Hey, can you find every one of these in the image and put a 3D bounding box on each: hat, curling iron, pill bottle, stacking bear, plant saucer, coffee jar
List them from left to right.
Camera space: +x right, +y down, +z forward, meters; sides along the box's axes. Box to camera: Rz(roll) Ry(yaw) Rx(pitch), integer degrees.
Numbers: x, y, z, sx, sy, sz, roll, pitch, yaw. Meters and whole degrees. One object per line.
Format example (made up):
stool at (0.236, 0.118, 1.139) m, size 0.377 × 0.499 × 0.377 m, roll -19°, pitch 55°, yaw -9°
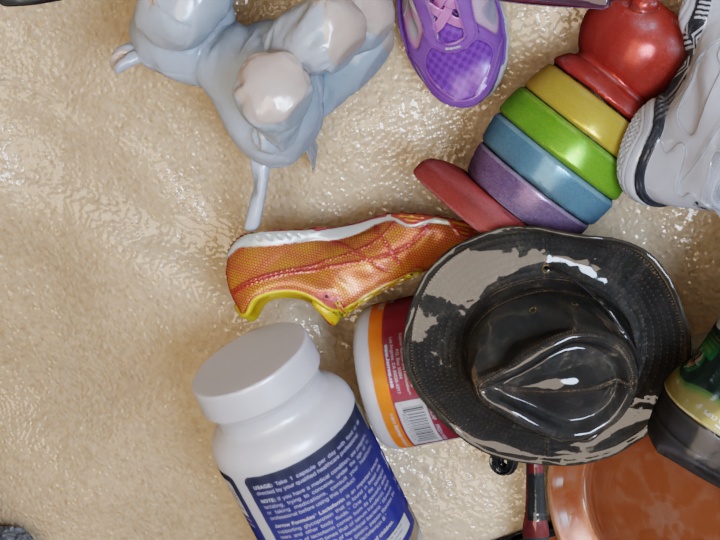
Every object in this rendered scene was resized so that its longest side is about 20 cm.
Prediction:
pill bottle at (-0.041, 0.146, 1.157) m, size 0.115 × 0.116 × 0.201 m, roll -18°, pitch 114°, yaw 17°
pill bottle at (0.104, 0.062, 1.156) m, size 0.199 × 0.113 × 0.114 m, roll -12°, pitch 105°, yaw 14°
curling iron at (0.130, 0.203, 1.223) m, size 0.049 × 0.026 × 0.201 m, roll 1°, pitch 110°, yaw 35°
hat at (0.126, 0.068, 1.047) m, size 0.199 × 0.081 × 0.202 m, roll 2°, pitch 115°, yaw 5°
stacking bear at (0.153, -0.105, 1.095) m, size 0.121 × 0.114 × 0.200 m, roll 28°, pitch 103°, yaw -41°
plant saucer at (0.223, 0.188, 1.147) m, size 0.200 × 0.032 × 0.201 m, roll 24°, pitch 125°, yaw 40°
coffee jar at (0.275, 0.053, 1.013) m, size 0.104 × 0.085 × 0.201 m, roll 28°, pitch 104°, yaw -4°

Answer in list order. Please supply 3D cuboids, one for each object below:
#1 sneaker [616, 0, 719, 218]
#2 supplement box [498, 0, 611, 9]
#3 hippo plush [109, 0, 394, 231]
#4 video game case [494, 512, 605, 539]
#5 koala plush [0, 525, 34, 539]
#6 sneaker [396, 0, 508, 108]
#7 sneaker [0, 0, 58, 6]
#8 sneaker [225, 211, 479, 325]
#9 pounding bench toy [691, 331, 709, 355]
sneaker at (0.255, -0.122, 1.017) m, size 0.075 × 0.115 × 0.201 m, roll 23°, pitch 95°, yaw -39°
supplement box at (0.138, -0.284, 1.037) m, size 0.085 × 0.110 × 0.201 m, roll 7°, pitch 109°, yaw 10°
hippo plush at (-0.079, -0.168, 1.112) m, size 0.161 × 0.200 × 0.159 m, roll 39°, pitch 67°, yaw 8°
video game case at (0.202, 0.288, 1.256) m, size 0.180 × 0.026 × 0.201 m, roll -23°, pitch 101°, yaw 18°
koala plush at (-0.397, 0.259, 1.276) m, size 0.183 × 0.200 × 0.178 m, roll -30°, pitch 100°, yaw 19°
sneaker at (0.055, -0.209, 1.091) m, size 0.080 × 0.089 × 0.201 m, roll -5°, pitch 108°, yaw 12°
sneaker at (-0.186, -0.270, 1.136) m, size 0.199 × 0.076 × 0.116 m, roll -18°, pitch 99°, yaw 6°
sneaker at (0.000, 0.000, 1.164) m, size 0.199 × 0.073 × 0.078 m, roll -10°, pitch 81°, yaw 8°
pounding bench toy at (0.342, 0.077, 1.105) m, size 0.200 × 0.124 × 0.156 m, roll 41°, pitch 111°, yaw -3°
